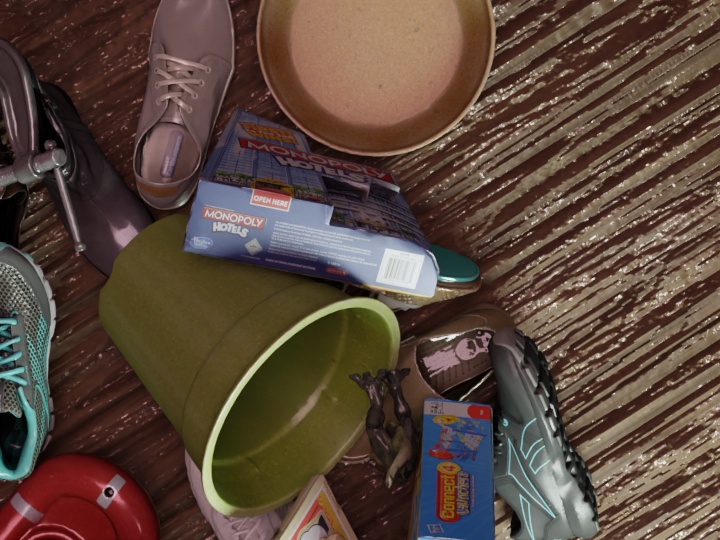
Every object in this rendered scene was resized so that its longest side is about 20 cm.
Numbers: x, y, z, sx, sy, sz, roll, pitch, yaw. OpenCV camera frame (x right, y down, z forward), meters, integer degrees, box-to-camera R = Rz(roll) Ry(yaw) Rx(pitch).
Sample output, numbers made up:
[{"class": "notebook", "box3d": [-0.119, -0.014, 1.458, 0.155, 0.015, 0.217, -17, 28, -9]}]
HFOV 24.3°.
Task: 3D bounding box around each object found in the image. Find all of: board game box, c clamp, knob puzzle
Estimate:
[{"class": "board game box", "box3d": [0.063, 0.233, 1.270, 0.055, 0.196, 0.202, 6, 114, 1]}, {"class": "c clamp", "box3d": [-0.300, -0.089, 1.295, 0.198, 0.027, 0.173, -7, 93, 38]}, {"class": "board game box", "box3d": [-0.046, -0.061, 1.323, 0.198, 0.200, 0.062, 11, 112, -15]}, {"class": "knob puzzle", "box3d": [-0.028, 0.286, 1.280, 0.030, 0.219, 0.222, -9, 88, 31]}]

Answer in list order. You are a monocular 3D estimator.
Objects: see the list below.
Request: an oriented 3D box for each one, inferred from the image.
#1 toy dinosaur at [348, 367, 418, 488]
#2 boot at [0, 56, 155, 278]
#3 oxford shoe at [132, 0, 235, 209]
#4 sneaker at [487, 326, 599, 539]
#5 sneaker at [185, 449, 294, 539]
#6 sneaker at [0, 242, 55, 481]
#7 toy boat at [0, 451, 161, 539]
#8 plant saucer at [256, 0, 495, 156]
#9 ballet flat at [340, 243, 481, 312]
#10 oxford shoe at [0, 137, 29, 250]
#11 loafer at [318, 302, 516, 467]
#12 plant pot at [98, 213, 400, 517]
[{"class": "toy dinosaur", "box3d": [0.023, 0.119, 1.268, 0.047, 0.200, 0.089, -11, 82, 0]}, {"class": "boot", "box3d": [-0.233, -0.073, 1.345, 0.070, 0.132, 0.201, -37, 88, -1]}, {"class": "oxford shoe", "box3d": [-0.147, -0.151, 1.385, 0.074, 0.058, 0.202, 11, 87, 3]}, {"class": "sneaker", "box3d": [0.131, 0.140, 1.344, 0.078, 0.076, 0.202, -15, 113, 15]}, {"class": "sneaker", "box3d": [-0.082, 0.219, 1.362, 0.075, 0.081, 0.201, -30, 87, 1]}, {"class": "sneaker", "box3d": [-0.278, 0.078, 1.330, 0.077, 0.091, 0.202, -6, 113, -4]}, {"class": "toy boat", "box3d": [-0.250, 0.242, 1.336, 0.130, 0.131, 0.201, 38, 89, 1]}, {"class": "plant saucer", "box3d": [0.013, -0.194, 1.394, 0.198, 0.035, 0.203, 0, 88, 1]}, {"class": "ballet flat", "box3d": [0.000, 0.000, 1.384, 0.198, 0.071, 0.066, 17, 115, 4]}, {"class": "oxford shoe", "box3d": [-0.303, -0.085, 1.365, 0.084, 0.072, 0.203, -1, 97, 30]}, {"class": "loafer", "box3d": [0.041, 0.091, 1.370, 0.199, 0.067, 0.076, -36, 88, -1]}, {"class": "plant pot", "box3d": [-0.102, 0.054, 1.310, 0.190, 0.200, 0.201, 39, 89, 31]}]
